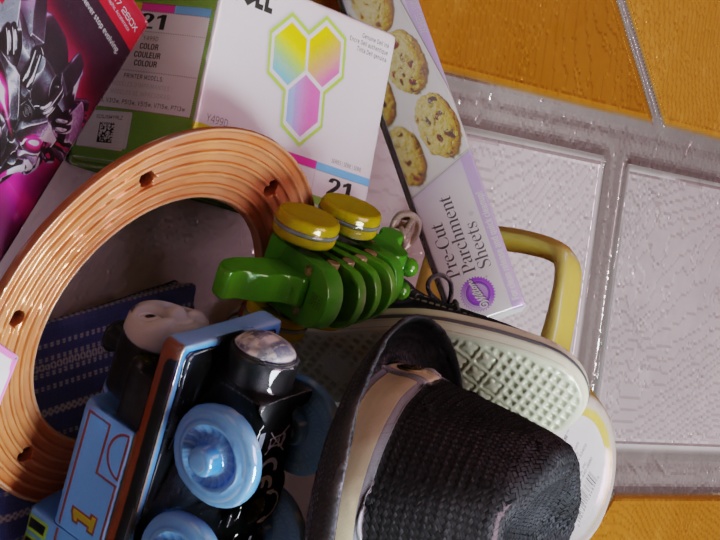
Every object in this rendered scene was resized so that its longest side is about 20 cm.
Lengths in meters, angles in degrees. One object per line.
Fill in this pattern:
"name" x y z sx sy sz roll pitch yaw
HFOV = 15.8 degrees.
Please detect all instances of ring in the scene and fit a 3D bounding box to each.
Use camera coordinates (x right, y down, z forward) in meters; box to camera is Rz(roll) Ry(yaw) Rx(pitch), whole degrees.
"ring" -0.101 0.020 1.188 0.200 0.019 0.201 -31 141 -30

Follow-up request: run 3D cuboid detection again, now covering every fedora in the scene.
"fedora" 0.046 0.115 1.164 0.201 0.091 0.201 10 90 -72

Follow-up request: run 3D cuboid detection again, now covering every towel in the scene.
"towel" -0.126 0.114 1.255 0.145 0.024 0.201 -18 110 -49

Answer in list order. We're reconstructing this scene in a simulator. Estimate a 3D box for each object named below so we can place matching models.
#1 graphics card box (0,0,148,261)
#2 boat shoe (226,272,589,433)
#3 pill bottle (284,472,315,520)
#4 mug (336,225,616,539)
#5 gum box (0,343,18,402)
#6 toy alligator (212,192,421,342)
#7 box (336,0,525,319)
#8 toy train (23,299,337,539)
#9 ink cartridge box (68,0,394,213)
"graphics card box" -0.177 -0.080 1.105 0.200 0.051 0.126 -61 138 -30
"boat shoe" 0.026 0.037 1.293 0.062 0.199 0.075 -49 135 -43
"pill bottle" -0.013 0.184 1.315 0.112 0.112 0.200 -62 152 -26
"mug" 0.049 0.079 1.375 0.149 0.153 0.187 -16 109 -51
"gum box" -0.234 0.019 0.998 0.200 0.113 0.066 42 62 -49
"toy alligator" 0.000 0.000 1.225 0.200 0.054 0.059 -14 128 -61
"box" 0.034 -0.068 1.341 0.039 0.041 0.201 91 -19 -84
"toy train" -0.085 0.105 1.158 0.087 0.114 0.201 -18 131 -52
"ink cartridge box" -0.050 -0.131 1.258 0.148 0.076 0.201 15 86 -55
